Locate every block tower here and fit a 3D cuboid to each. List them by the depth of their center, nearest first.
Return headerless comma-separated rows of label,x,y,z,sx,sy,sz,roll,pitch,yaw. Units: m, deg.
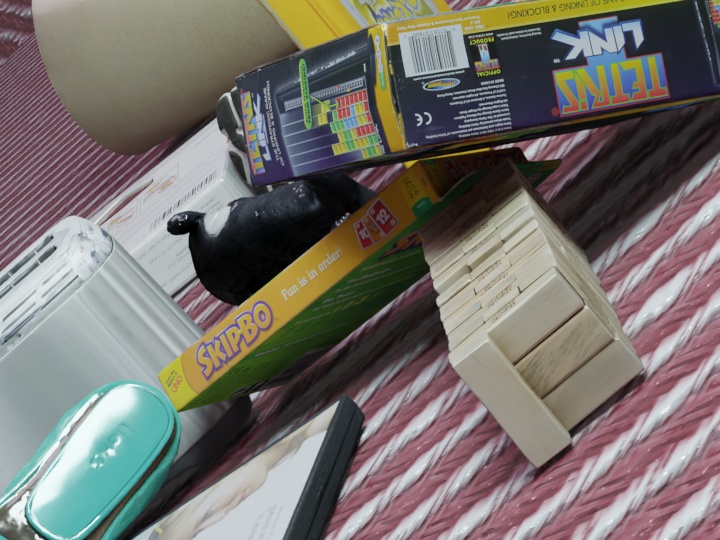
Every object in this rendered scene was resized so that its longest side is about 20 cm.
block tower,0.066,0.011,1.044,0.058,0.054,0.200,-40,14,9

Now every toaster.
toaster,-0.148,0.064,1.307,0.200,0.129,0.114,-41,14,0

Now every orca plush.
orca plush,-0.040,0.000,1.410,0.105,0.072,0.199,5,-12,-35

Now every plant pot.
plant pot,-0.127,-0.208,2.063,0.199,0.188,0.188,-16,24,29

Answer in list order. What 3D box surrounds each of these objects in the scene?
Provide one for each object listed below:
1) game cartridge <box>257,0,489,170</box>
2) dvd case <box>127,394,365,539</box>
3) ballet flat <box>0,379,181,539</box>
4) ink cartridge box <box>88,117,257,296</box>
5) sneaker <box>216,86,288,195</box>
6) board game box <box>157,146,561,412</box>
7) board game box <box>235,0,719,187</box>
game cartridge,0.002,-0.142,1.391,0.032,0.200,0.177,-38,14,21
dvd case,-0.088,0.141,1.136,0.200,0.018,0.143,-35,15,25
ballet flat,-0.155,0.135,1.197,0.200,0.067,0.071,-47,-11,-26
ink cartridge box,-0.152,-0.011,1.736,0.200,0.045,0.176,-38,14,10
sneaker,-0.010,-0.099,1.610,0.199,0.081,0.083,-16,10,45
board game box,0.000,0.000,1.214,0.200,0.030,0.095,-36,-13,30
board game box,0.067,-0.084,1.144,0.199,0.057,0.165,-11,0,-24
